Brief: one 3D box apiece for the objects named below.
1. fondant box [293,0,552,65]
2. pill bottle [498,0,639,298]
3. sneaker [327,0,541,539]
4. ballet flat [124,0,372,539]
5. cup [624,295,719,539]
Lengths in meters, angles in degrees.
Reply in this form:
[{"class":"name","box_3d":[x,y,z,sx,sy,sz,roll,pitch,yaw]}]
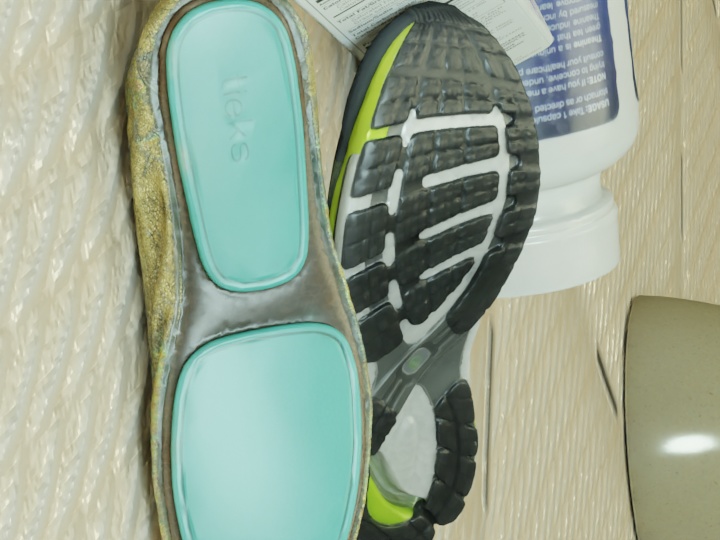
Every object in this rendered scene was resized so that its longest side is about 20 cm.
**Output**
[{"class":"fondant box","box_3d":[-0.009,-0.142,0.864,0.144,0.058,0.200,64,8,14]},{"class":"pill bottle","box_3d":[0.055,-0.095,1.105,0.111,0.111,0.200,-55,139,-69]},{"class":"sneaker","box_3d":[0.000,0.000,0.877,0.081,0.074,0.200,46,-46,43]},{"class":"ballet flat","box_3d":[-0.037,0.010,0.815,0.071,0.071,0.200,-38,125,-74]},{"class":"cup","box_3d":[0.266,0.112,1.858,0.200,0.143,0.201,-4,90,-77]}]
